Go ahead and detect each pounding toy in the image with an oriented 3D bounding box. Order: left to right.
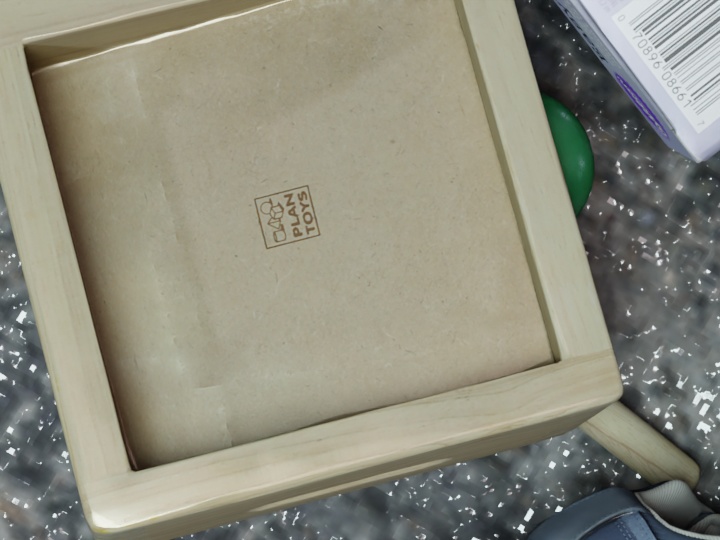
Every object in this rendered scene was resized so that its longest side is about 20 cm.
[{"bbox_3d":[0.000,0.000,0.785,0.200,0.142,0.184,-14,82,-7],"label":"pounding toy"}]

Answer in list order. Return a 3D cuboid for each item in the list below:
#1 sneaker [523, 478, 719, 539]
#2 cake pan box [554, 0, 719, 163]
[{"bbox_3d":[0.090,0.161,0.813,0.146,0.077,0.202,-30,120,-11],"label":"sneaker"},{"bbox_3d":[0.108,-0.157,0.709,0.184,0.052,0.200,-39,100,3],"label":"cake pan box"}]
